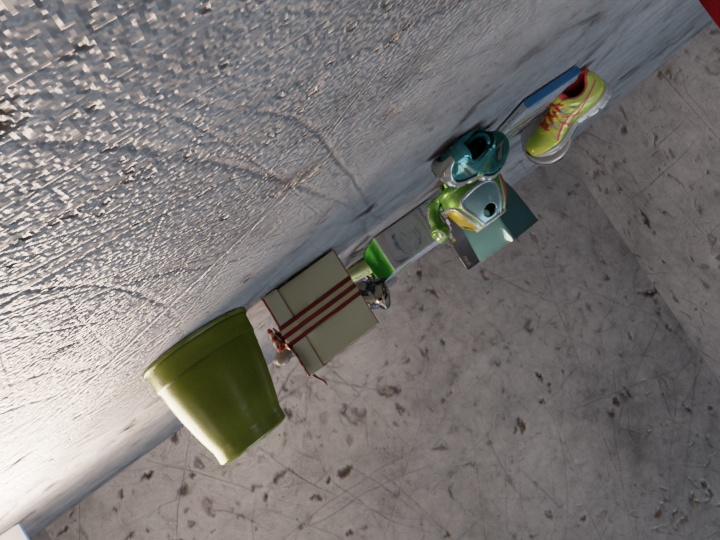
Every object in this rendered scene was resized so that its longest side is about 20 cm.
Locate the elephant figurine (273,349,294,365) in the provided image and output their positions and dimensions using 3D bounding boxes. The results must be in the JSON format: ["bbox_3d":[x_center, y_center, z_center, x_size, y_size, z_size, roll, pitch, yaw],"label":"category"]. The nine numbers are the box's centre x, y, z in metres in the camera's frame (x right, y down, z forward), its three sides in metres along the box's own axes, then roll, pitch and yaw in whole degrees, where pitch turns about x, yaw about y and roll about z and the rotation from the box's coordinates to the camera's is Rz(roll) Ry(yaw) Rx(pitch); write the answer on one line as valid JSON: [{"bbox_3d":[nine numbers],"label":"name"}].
[{"bbox_3d":[-0.116,0.103,1.239,0.194,0.156,0.146,-3,122,-30],"label":"elephant figurine"}]

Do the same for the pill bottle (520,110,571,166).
[{"bbox_3d":[0.430,-0.301,1.276,0.110,0.112,0.199,-36,176,20],"label":"pill bottle"}]

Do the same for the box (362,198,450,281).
[{"bbox_3d":[0.110,-0.063,1.362,0.174,0.098,0.200,-35,175,-11],"label":"box"}]

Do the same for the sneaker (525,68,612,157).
[{"bbox_3d":[0.404,-0.321,1.114,0.200,0.089,0.079,-47,-146,20],"label":"sneaker"}]

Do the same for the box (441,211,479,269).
[{"bbox_3d":[0.331,-0.132,1.664,0.156,0.203,0.051,-34,-179,7],"label":"box"}]

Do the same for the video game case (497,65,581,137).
[{"bbox_3d":[0.318,-0.299,1.057,0.141,0.018,0.200,-36,175,-18],"label":"video game case"}]

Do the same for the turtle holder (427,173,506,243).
[{"bbox_3d":[0.231,-0.149,1.178,0.183,0.134,0.141,-34,176,-22],"label":"turtle holder"}]

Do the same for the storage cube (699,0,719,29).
[{"bbox_3d":[0.791,-0.550,1.044,0.198,0.182,0.171,-37,175,13],"label":"storage cube"}]

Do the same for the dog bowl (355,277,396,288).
[{"bbox_3d":[0.022,0.054,1.834,0.196,0.080,0.200,-32,-177,2],"label":"dog bowl"}]

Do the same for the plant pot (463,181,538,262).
[{"bbox_3d":[0.350,-0.162,1.503,0.140,0.203,0.141,-31,175,-39],"label":"plant pot"}]

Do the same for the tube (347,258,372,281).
[{"bbox_3d":[0.000,0.000,1.501,0.196,0.052,0.059,-30,131,-16],"label":"tube"}]

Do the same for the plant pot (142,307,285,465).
[{"bbox_3d":[-0.225,0.203,0.921,0.198,0.196,0.200,-35,175,-3],"label":"plant pot"}]

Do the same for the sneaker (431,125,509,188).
[{"bbox_3d":[0.196,-0.191,0.894,0.198,0.078,0.080,-32,166,-44],"label":"sneaker"}]

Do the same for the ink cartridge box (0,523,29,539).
[{"bbox_3d":[-1.102,0.907,1.712,0.198,0.149,0.086,-37,176,26],"label":"ink cartridge box"}]

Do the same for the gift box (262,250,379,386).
[{"bbox_3d":[-0.075,0.101,1.044,0.184,0.203,0.185,-32,170,-5],"label":"gift box"}]

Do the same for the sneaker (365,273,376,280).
[{"bbox_3d":[0.052,-0.008,1.644,0.082,0.071,0.200,-40,180,-16],"label":"sneaker"}]

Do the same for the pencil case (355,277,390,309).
[{"bbox_3d":[-0.024,0.070,1.361,0.192,0.081,0.089,-9,176,11],"label":"pencil case"}]
